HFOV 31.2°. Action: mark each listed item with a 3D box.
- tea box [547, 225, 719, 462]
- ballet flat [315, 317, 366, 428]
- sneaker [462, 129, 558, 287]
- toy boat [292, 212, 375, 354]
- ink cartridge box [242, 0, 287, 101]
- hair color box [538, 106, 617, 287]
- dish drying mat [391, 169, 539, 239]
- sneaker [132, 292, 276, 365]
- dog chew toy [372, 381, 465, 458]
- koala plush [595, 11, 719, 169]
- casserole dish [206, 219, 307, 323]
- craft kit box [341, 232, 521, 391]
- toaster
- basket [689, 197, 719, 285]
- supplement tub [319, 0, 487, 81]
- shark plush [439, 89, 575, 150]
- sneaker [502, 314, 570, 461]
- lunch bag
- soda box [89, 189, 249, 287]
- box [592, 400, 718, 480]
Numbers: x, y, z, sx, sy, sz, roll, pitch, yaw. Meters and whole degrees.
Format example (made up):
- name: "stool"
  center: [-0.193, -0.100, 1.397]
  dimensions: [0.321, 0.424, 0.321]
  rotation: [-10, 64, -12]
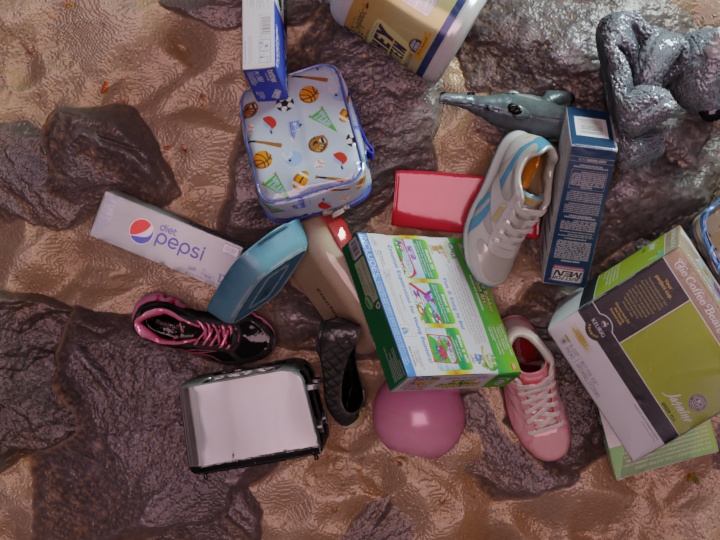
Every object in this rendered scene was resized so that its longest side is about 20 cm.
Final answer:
- name: "tea box"
  center: [0.369, 0.088, 1.604]
  dimensions: [0.195, 0.134, 0.201]
  rotation: [-33, 93, 19]
- name: "ballet flat"
  center: [-0.016, 0.140, 1.665]
  dimensions: [0.056, 0.067, 0.202]
  rotation: [9, 140, 20]
- name: "sneaker"
  center: [0.190, -0.074, 1.633]
  dimensions: [0.076, 0.081, 0.203]
  rotation: [12, 99, -28]
- name: "toy boat"
  center: [0.000, 0.000, 1.685]
  dimensions: [0.130, 0.130, 0.201]
  rotation: [-37, 93, -26]
- name: "ink cartridge box"
  center: [-0.120, -0.326, 1.628]
  dimensions: [0.043, 0.094, 0.203]
  rotation: [-4, 73, 6]
- name: "hair color box"
  center: [0.271, -0.091, 1.623]
  dimensions: [0.059, 0.101, 0.202]
  rotation: [7, 124, 0]
- name: "dish drying mat"
  center: [0.141, -0.088, 1.710]
  dimensions: [0.196, 0.018, 0.078]
  rotation: [5, 95, 1]
- name: "sneaker"
  center: [-0.210, 0.083, 1.699]
  dimensions: [0.197, 0.095, 0.080]
  rotation: [10, 93, 0]
- name: "dog chew toy"
  center: [0.086, 0.138, 1.683]
  dimensions: [0.122, 0.125, 0.203]
  rotation: [12, 87, 1]
- name: "koala plush"
  center: [0.404, -0.250, 1.615]
  dimensions: [0.197, 0.177, 0.187]
  rotation: [-10, 74, 7]
- name: "casserole dish"
  center: [-0.127, 0.008, 1.641]
  dimensions: [0.121, 0.200, 0.039]
  rotation: [-34, 81, -33]
- name: "craft kit box"
  center: [0.089, 0.050, 1.611]
  dimensions: [0.195, 0.049, 0.202]
  rotation: [1, 60, -37]
- name: "toaster"
  center: [-0.141, 0.188, 1.664]
  dimensions: [0.197, 0.181, 0.121]
  rotation: [-10, 90, 3]
- name: "basket"
  center: [0.503, -0.034, 1.606]
  dimensions: [0.138, 0.200, 0.178]
  rotation: [-29, 94, -3]
- name: "supplement tub"
  center: [0.049, -0.348, 1.629]
  dimensions: [0.198, 0.144, 0.146]
  rotation: [32, 95, 0]
- name: "shark plush"
  center: [0.204, -0.213, 1.664]
  dimensions: [0.198, 0.083, 0.092]
  rotation: [25, 95, 0]
- name: "sneaker"
  center: [0.225, 0.161, 1.684]
  dimensions: [0.074, 0.105, 0.203]
  rotation: [-17, 95, 1]
- name: "lunch bag"
  center: [-0.066, -0.159, 1.647]
  dimensions: [0.158, 0.076, 0.203]
  rotation: [-15, 64, 1]
- name: "soda box"
  center: [-0.250, -0.041, 1.702]
  dimensions: [0.197, 0.068, 0.064]
  rotation: [22, 95, 1]
- name: "box"
  center: [0.379, 0.161, 1.713]
  dimensions: [0.142, 0.036, 0.203]
  rotation: [-15, 93, 4]
